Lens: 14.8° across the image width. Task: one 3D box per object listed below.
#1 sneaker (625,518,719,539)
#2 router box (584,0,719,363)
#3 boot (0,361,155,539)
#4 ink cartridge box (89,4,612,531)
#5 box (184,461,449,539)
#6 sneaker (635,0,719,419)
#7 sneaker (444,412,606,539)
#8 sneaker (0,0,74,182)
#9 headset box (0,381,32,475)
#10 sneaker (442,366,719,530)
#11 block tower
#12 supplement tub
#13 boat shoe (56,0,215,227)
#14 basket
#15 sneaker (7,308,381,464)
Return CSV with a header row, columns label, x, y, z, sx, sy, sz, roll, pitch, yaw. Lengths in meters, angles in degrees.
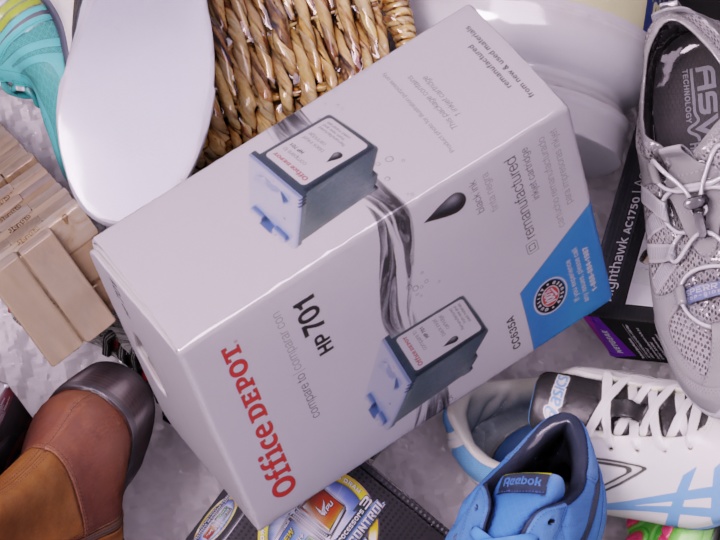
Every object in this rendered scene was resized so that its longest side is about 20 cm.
label,x,y,z,sx,sy,sz,roll,pitch,yaw
sneaker,0.199,0.079,1.356,0.084,0.077,0.200,35,76,-24
router box,0.205,-0.050,1.334,0.149,0.051,0.200,6,66,30
boot,-0.156,0.158,1.235,0.068,0.200,0.189,24,119,10
ink cartridge box,0.000,0.000,1.227,0.200,0.147,0.086,-34,52,-11
box,-0.031,0.192,1.303,0.160,0.044,0.200,41,80,-19
sneaker,0.152,-0.028,1.261,0.075,0.082,0.201,-18,64,21
sneaker,0.054,0.135,1.207,0.066,0.079,0.200,16,37,18
sneaker,-0.171,-0.118,1.375,0.079,0.078,0.200,-27,66,-1
headset box,-0.215,0.113,1.265,0.075,0.200,0.149,25,79,5
sneaker,0.125,0.077,1.297,0.200,0.072,0.072,-5,55,37
block tower,-0.160,-0.018,1.301,0.054,0.200,0.058,-36,116,-6
supplement tub,0.081,-0.156,1.351,0.145,0.145,0.201,9,79,0
boat shoe,-0.097,-0.113,1.239,0.068,0.057,0.201,4,78,-3
basket,-0.056,-0.140,1.343,0.149,0.143,0.201,-17,77,1
sneaker,-0.077,0.048,1.343,0.199,0.078,0.082,19,81,2
